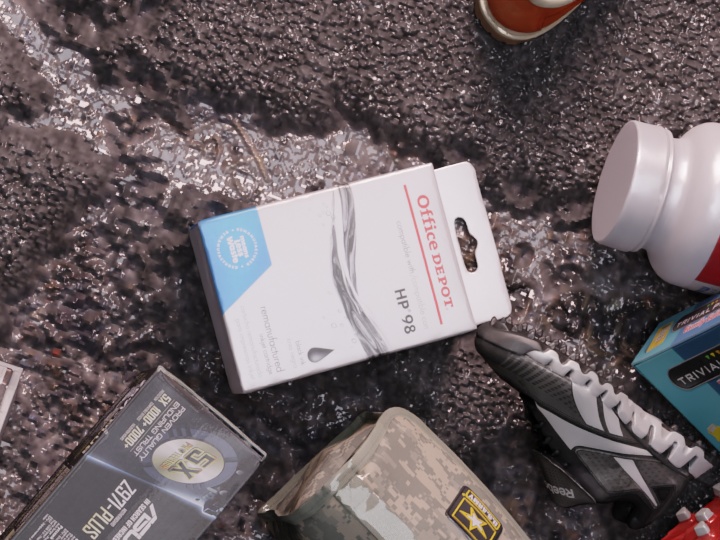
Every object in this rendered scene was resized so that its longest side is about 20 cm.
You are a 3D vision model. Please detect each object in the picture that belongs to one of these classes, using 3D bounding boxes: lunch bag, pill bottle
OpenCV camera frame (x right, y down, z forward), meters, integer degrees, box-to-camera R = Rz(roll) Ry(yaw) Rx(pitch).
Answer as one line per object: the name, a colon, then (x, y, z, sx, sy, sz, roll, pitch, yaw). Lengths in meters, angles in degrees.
lunch bag: (0.034, 0.175, 1.304, 0.118, 0.200, 0.164, -42, 93, -9)
pill bottle: (0.262, -0.033, 1.401, 0.200, 0.112, 0.112, 15, 84, -8)

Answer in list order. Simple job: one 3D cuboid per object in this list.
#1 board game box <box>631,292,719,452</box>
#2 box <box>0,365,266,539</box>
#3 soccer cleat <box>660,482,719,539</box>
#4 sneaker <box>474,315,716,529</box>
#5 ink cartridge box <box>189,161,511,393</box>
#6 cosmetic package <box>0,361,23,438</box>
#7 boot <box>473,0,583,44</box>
board game box: (0.298, 0.093, 1.372, 0.200, 0.151, 0.047, 45, 55, -8)
box: (-0.160, 0.160, 1.291, 0.086, 0.164, 0.200, 41, 80, -4)
soccer cleat: (0.224, 0.206, 1.391, 0.200, 0.069, 0.085, -31, 105, 7)
sneaker: (0.141, 0.108, 1.379, 0.200, 0.066, 0.091, 35, 90, -26)
ink cartridge box: (0.000, 0.000, 1.377, 0.200, 0.067, 0.116, -15, 88, -10)
cosmetic package: (-0.273, 0.133, 1.276, 0.082, 0.051, 0.200, 17, 48, -6)
boot: (0.168, -0.233, 1.403, 0.075, 0.107, 0.200, 45, 79, -3)
